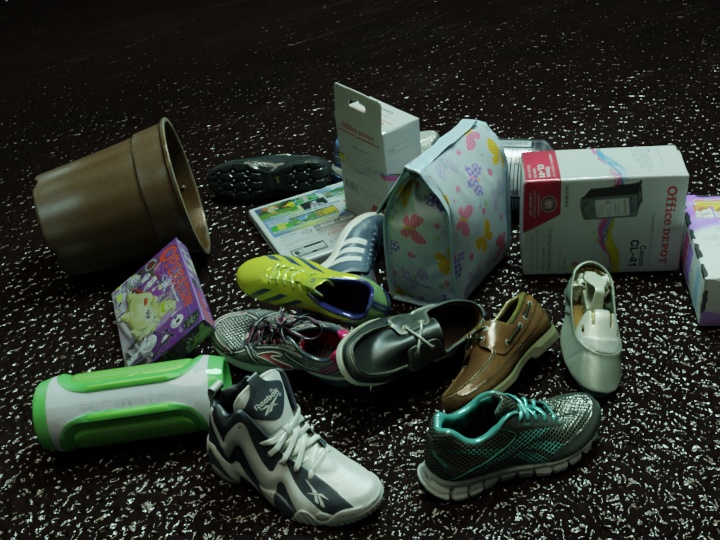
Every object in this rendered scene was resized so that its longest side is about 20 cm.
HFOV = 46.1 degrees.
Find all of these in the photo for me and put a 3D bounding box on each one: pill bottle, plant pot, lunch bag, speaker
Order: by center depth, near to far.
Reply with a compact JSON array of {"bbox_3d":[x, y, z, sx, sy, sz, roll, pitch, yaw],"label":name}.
[{"bbox_3d":[-0.241,0.143,0.912,0.199,0.089,0.089,-8,34,-2],"label":"speaker"},{"bbox_3d":[0.108,-0.077,1.078,0.127,0.200,0.170,16,40,29],"label":"lunch bag"},{"bbox_3d":[-0.338,-0.092,1.197,0.198,0.201,0.200,-16,34,-2],"label":"plant pot"},{"bbox_3d":[0.215,-0.140,1.239,0.199,0.106,0.106,4,35,14],"label":"pill bottle"}]

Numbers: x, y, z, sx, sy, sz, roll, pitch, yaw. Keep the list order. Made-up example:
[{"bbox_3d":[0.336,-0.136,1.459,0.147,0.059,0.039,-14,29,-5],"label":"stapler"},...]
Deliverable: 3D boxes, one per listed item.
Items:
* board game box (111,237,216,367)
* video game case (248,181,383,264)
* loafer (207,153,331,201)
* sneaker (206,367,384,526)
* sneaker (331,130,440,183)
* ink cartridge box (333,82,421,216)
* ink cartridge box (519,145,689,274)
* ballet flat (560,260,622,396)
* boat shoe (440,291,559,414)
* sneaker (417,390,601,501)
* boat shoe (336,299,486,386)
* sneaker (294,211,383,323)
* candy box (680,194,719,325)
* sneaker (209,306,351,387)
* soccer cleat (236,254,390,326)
[{"bbox_3d":[-0.250,0.050,1.056,0.120,0.032,0.200,-37,37,2],"label":"board game box"},{"bbox_3d":[-0.045,-0.072,1.258,0.199,0.022,0.182,-19,36,-17],"label":"video game case"},{"bbox_3d":[-0.144,-0.151,1.360,0.200,0.068,0.070,-4,15,8],"label":"loafer"},{"bbox_3d":[-0.072,0.160,0.816,0.199,0.130,0.079,19,42,33],"label":"sneaker"},{"bbox_3d":[0.045,-0.203,1.381,0.200,0.085,0.077,-20,36,-20],"label":"sneaker"},{"bbox_3d":[0.027,-0.164,1.180,0.067,0.200,0.116,-27,39,-26],"label":"ink cartridge box"},{"bbox_3d":[0.307,-0.076,1.090,0.199,0.148,0.086,-1,34,9],"label":"ink cartridge box"},{"bbox_3d":[0.265,0.057,0.969,0.067,0.064,0.200,10,35,2],"label":"ballet flat"},{"bbox_3d":[0.140,0.090,0.921,0.072,0.068,0.200,-29,3,44],"label":"boat shoe"},{"bbox_3d":[0.149,0.153,0.824,0.199,0.091,0.078,-18,36,-17],"label":"sneaker"},{"bbox_3d":[0.057,0.073,0.926,0.200,0.068,0.072,-13,74,-41],"label":"boat shoe"},{"bbox_3d":[0.000,0.000,1.100,0.084,0.075,0.200,14,49,30],"label":"sneaker"},{"bbox_3d":[0.488,-0.016,1.038,0.167,0.072,0.200,1,34,11],"label":"candy box"},{"bbox_3d":[-0.084,0.076,0.970,0.199,0.075,0.081,6,67,20],"label":"sneaker"},{"bbox_3d":[-0.060,0.017,0.995,0.200,0.084,0.065,14,83,18],"label":"soccer cleat"}]
